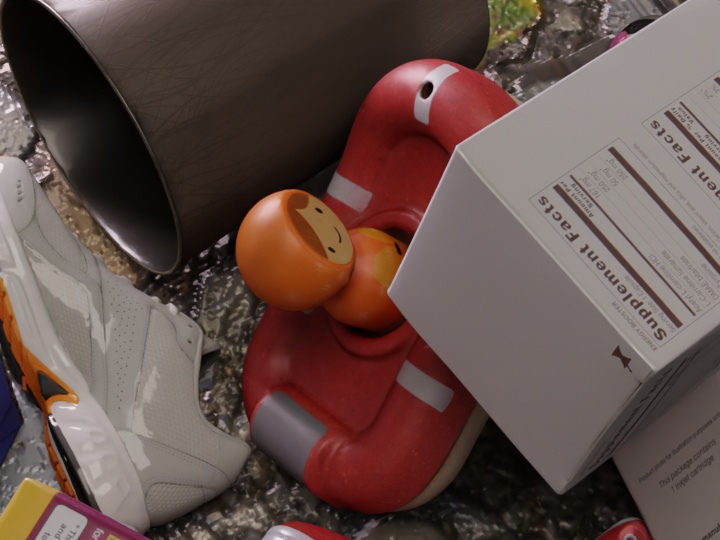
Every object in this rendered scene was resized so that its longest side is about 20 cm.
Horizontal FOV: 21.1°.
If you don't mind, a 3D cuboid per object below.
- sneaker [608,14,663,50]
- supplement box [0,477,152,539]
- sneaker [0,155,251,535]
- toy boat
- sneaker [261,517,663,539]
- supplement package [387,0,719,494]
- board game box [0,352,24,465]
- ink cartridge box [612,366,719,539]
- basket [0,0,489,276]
[{"bbox_3d":[0.223,-0.106,0.984,0.198,0.074,0.088,10,64,-2],"label":"sneaker"},{"bbox_3d":[-0.084,0.198,0.806,0.199,0.103,0.131,27,66,12],"label":"supplement box"},{"bbox_3d":[-0.119,0.030,0.913,0.091,0.076,0.201,-20,73,-19],"label":"sneaker"},{"bbox_3d":[0.000,0.000,0.850,0.130,0.130,0.201,32,98,45],"label":"toy boat"},{"bbox_3d":[0.060,0.140,0.857,0.199,0.071,0.113,31,71,5],"label":"sneaker"},{"bbox_3d":[0.127,-0.026,0.759,0.199,0.114,0.110,-32,73,-29],"label":"supplement package"},{"bbox_3d":[-0.278,0.079,0.862,0.199,0.097,0.160,21,65,8],"label":"board game box"},{"bbox_3d":[0.172,0.030,0.877,0.145,0.084,0.201,-3,58,-39],"label":"ink cartridge box"},{"bbox_3d":[-0.049,-0.109,0.944,0.199,0.137,0.180,-29,40,-21],"label":"basket"}]
